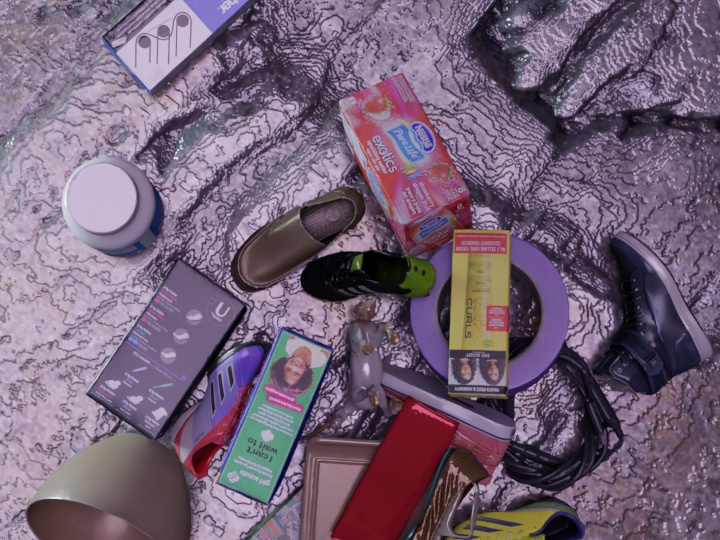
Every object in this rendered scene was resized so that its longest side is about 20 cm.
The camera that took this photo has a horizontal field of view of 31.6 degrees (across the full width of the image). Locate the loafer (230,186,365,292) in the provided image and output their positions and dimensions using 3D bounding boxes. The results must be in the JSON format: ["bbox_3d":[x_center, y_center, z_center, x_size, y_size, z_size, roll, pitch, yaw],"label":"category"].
[{"bbox_3d":[-0.081,-0.046,1.628,0.199,0.067,0.076,-37,90,-6],"label":"loafer"}]

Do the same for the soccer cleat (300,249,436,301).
[{"bbox_3d":[0.000,0.000,1.589,0.198,0.081,0.068,-1,71,33],"label":"soccer cleat"}]

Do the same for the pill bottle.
[{"bbox_3d":[-0.301,-0.078,1.547,0.111,0.200,0.113,0,86,-5],"label":"pill bottle"}]

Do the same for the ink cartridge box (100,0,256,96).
[{"bbox_3d":[-0.229,-0.329,1.646,0.200,0.044,0.094,-44,92,-6],"label":"ink cartridge box"}]

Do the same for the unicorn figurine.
[{"bbox_3d":[0.003,0.133,1.588,0.073,0.137,0.202,15,88,-21],"label":"unicorn figurine"}]

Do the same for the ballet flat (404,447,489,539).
[{"bbox_3d":[0.098,0.315,1.547,0.072,0.068,0.201,27,90,19],"label":"ballet flat"}]

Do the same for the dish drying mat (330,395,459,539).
[{"bbox_3d":[0.043,0.257,1.564,0.076,0.018,0.201,28,96,-6],"label":"dish drying mat"}]

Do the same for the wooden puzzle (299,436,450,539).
[{"bbox_3d":[0.017,0.307,1.596,0.183,0.037,0.202,4,98,-4],"label":"wooden puzzle"}]

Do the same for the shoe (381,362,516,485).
[{"bbox_3d":[0.093,0.196,1.625,0.199,0.071,0.092,24,103,10],"label":"shoe"}]

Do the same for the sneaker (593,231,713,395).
[{"bbox_3d":[0.347,0.064,1.650,0.146,0.077,0.203,-32,91,-8],"label":"sneaker"}]

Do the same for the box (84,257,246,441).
[{"bbox_3d":[-0.236,0.098,1.580,0.106,0.122,0.201,34,85,-1],"label":"box"}]

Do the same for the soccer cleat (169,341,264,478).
[{"bbox_3d":[-0.167,0.170,1.563,0.200,0.068,0.073,-53,51,29],"label":"soccer cleat"}]

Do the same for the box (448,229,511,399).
[{"bbox_3d":[0.146,0.053,1.546,0.074,0.050,0.202,2,79,9],"label":"box"}]

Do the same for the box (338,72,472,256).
[{"bbox_3d":[0.057,-0.131,1.595,0.095,0.100,0.201,-24,64,-5],"label":"box"}]

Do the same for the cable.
[{"bbox_3d":[0.235,0.181,1.652,0.162,0.051,0.201,-31,81,3],"label":"cable"}]

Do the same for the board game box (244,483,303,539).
[{"bbox_3d":[-0.048,0.387,1.624,0.134,0.029,0.200,-42,91,-5],"label":"board game box"}]

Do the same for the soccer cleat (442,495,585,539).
[{"bbox_3d":[0.190,0.337,1.594,0.199,0.084,0.065,-15,113,-22],"label":"soccer cleat"}]

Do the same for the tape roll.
[{"bbox_3d":[0.163,0.058,1.612,0.198,0.085,0.202,-1,80,6],"label":"tape roll"}]

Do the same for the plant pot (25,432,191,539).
[{"bbox_3d":[-0.285,0.279,1.549,0.199,0.201,0.135,26,53,-2],"label":"plant pot"}]

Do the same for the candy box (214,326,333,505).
[{"bbox_3d":[-0.102,0.176,1.563,0.076,0.169,0.202,21,85,0],"label":"candy box"}]
